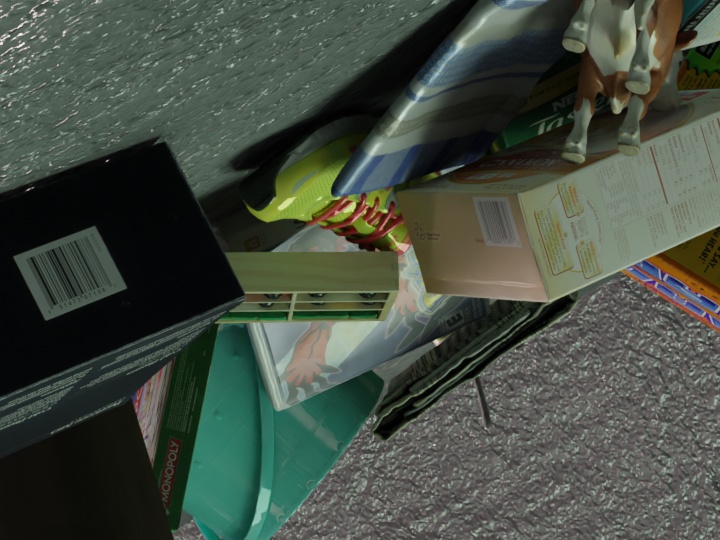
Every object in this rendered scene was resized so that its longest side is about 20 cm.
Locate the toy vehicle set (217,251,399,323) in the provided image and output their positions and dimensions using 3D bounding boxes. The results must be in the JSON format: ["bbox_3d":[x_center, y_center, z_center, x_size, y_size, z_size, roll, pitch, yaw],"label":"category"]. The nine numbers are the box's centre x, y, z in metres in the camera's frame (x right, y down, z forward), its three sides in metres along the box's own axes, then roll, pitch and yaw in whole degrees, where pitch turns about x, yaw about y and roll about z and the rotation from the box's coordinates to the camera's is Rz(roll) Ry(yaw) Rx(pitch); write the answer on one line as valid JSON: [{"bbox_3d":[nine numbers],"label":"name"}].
[{"bbox_3d":[-0.077,0.012,1.626,0.198,0.027,0.124,-1,170,-3],"label":"toy vehicle set"}]

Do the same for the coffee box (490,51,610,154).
[{"bbox_3d":[0.148,-0.102,1.685,0.122,0.044,0.200,-26,150,-5],"label":"coffee box"}]

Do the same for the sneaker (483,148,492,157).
[{"bbox_3d":[0.120,-0.091,1.803,0.199,0.074,0.083,-31,168,17],"label":"sneaker"}]

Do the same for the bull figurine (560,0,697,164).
[{"bbox_3d":[0.157,-0.136,1.437,0.065,0.122,0.200,9,151,15],"label":"bull figurine"}]

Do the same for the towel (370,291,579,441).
[{"bbox_3d":[0.089,0.053,1.896,0.192,0.035,0.200,-35,-177,7],"label":"towel"}]

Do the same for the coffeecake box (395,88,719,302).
[{"bbox_3d":[0.149,-0.050,1.546,0.199,0.074,0.153,-23,-168,-26],"label":"coffeecake box"}]

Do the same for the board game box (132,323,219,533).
[{"bbox_3d":[-0.139,0.098,1.738,0.029,0.202,0.135,16,159,-15],"label":"board game box"}]

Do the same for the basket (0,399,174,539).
[{"bbox_3d":[-0.197,0.134,1.590,0.135,0.202,0.180,-15,165,-2],"label":"basket"}]

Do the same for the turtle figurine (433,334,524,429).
[{"bbox_3d":[0.119,0.021,2.169,0.194,0.199,0.145,-47,143,-28],"label":"turtle figurine"}]

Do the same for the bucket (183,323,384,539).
[{"bbox_3d":[-0.086,0.114,1.913,0.208,0.135,0.207,-51,-176,4],"label":"bucket"}]

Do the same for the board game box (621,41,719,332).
[{"bbox_3d":[0.313,-0.062,1.940,0.201,0.199,0.200,-58,173,-4],"label":"board game box"}]

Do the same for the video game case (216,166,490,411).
[{"bbox_3d":[0.000,0.000,1.753,0.181,0.023,0.201,-24,140,-9],"label":"video game case"}]

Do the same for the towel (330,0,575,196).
[{"bbox_3d":[0.078,-0.121,1.503,0.146,0.024,0.200,-18,155,-50],"label":"towel"}]

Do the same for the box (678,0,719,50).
[{"bbox_3d":[0.251,-0.197,1.624,0.082,0.049,0.199,-46,164,33],"label":"box"}]

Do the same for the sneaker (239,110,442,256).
[{"bbox_3d":[0.001,-0.050,1.583,0.078,0.091,0.199,-32,171,35],"label":"sneaker"}]

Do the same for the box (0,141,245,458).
[{"bbox_3d":[-0.199,0.035,1.372,0.199,0.105,0.182,-23,169,-36],"label":"box"}]
